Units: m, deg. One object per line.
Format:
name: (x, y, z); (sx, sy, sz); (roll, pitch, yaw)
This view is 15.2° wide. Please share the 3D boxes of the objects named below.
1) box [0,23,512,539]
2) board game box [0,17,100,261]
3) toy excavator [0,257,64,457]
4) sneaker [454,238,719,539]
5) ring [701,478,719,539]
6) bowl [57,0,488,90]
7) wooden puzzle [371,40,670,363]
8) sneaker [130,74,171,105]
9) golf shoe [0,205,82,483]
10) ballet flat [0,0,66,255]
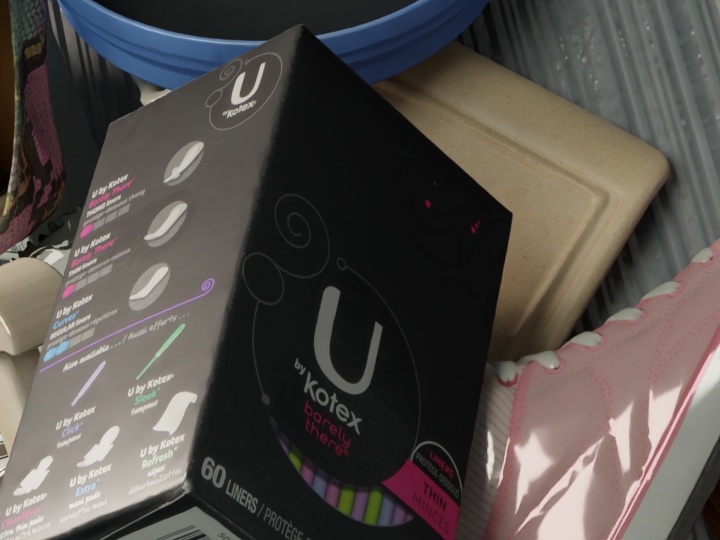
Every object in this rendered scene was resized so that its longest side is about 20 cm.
box: (-0.034, 0.038, 0.928); (0.106, 0.122, 0.201); (-24, 40, 37)
board game box: (-0.222, -0.085, 1.188); (0.199, 0.148, 0.064); (6, 39, 33)
toy excavator: (-0.088, 0.114, 1.027); (0.199, 0.100, 0.196); (27, 130, 40)
sneaker: (0.091, 0.038, 0.970); (0.104, 0.075, 0.201); (28, 80, 19)
ring: (0.079, 0.132, 1.012); (0.199, 0.019, 0.202); (-10, 72, 31)
bowl: (-0.034, -0.143, 1.086); (0.199, 0.040, 0.202); (-2, 45, 2)
wooden puzzle: (0.000, 0.000, 1.066); (0.184, 0.037, 0.201); (30, 81, 25)
sneaker: (-0.084, -0.139, 1.154); (0.075, 0.086, 0.201); (-33, 60, 22)
golf shoe: (-0.130, 0.068, 1.138); (0.094, 0.078, 0.201); (37, 107, 28)
ballet flat: (-0.158, -0.088, 1.050); (0.069, 0.201, 0.071); (4, 34, 14)
